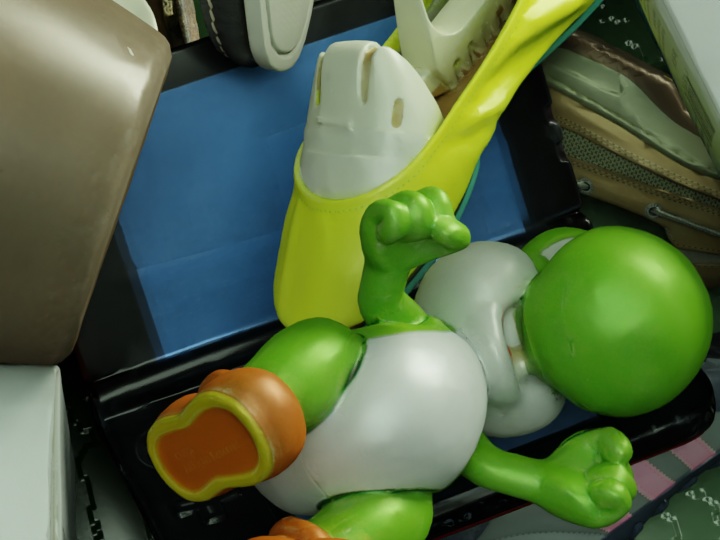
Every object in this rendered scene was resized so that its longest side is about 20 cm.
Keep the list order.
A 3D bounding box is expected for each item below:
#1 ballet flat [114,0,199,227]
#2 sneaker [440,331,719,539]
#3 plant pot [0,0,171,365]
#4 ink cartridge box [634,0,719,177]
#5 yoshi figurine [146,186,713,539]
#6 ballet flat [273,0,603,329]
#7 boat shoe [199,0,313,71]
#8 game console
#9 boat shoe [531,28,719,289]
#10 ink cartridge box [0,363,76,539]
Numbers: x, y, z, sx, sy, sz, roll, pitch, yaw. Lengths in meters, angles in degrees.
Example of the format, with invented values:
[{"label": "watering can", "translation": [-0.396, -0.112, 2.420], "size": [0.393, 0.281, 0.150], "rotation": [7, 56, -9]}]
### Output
[{"label": "ballet flat", "translation": [-0.084, -0.037, 0.985], "size": [0.068, 0.067, 0.200], "rotation": [-10, 76, -6]}, {"label": "sneaker", "translation": [0.092, 0.076, 0.975], "size": [0.200, 0.070, 0.082], "rotation": [-16, 95, -7]}, {"label": "plant pot", "translation": [-0.160, -0.047, 0.841], "size": [0.175, 0.200, 0.200], "rotation": [19, 74, -6]}, {"label": "ink cartridge box", "translation": [0.170, -0.033, 0.887], "size": [0.084, 0.145, 0.200], "rotation": [-26, 84, 6]}, {"label": "yoshi figurine", "translation": [0.038, 0.033, 0.811], "size": [0.112, 0.112, 0.200], "rotation": [33, 40, 23]}, {"label": "ballet flat", "translation": [0.020, -0.068, 0.896], "size": [0.067, 0.067, 0.200], "rotation": [12, 56, 41]}, {"label": "boat shoe", "translation": [-0.056, -0.168, 0.920], "size": [0.060, 0.074, 0.200], "rotation": [-5, 95, 15]}, {"label": "game console", "translation": [0.000, 0.000, 0.915], "size": [0.200, 0.119, 0.172], "rotation": [-20, 39, -13]}, {"label": "boat shoe", "translation": [0.138, -0.022, 1.005], "size": [0.200, 0.072, 0.076], "rotation": [29, 100, 9]}, {"label": "ink cartridge box", "translation": [-0.199, 0.087, 0.903], "size": [0.200, 0.146, 0.083], "rotation": [1, 72, -4]}]
